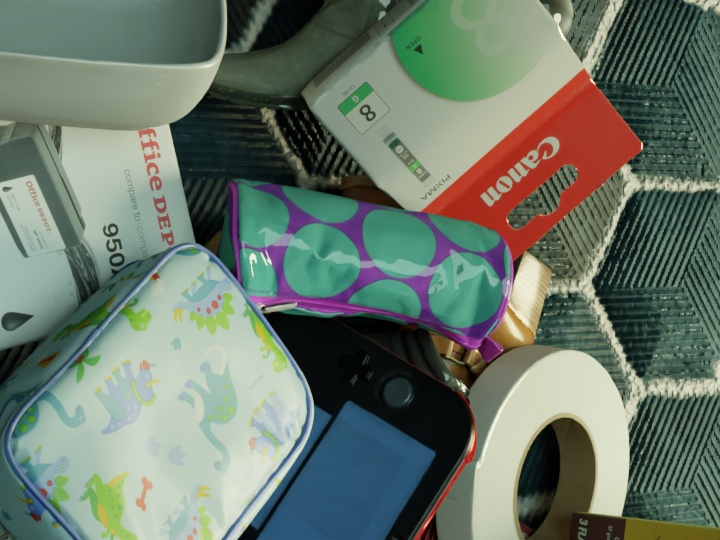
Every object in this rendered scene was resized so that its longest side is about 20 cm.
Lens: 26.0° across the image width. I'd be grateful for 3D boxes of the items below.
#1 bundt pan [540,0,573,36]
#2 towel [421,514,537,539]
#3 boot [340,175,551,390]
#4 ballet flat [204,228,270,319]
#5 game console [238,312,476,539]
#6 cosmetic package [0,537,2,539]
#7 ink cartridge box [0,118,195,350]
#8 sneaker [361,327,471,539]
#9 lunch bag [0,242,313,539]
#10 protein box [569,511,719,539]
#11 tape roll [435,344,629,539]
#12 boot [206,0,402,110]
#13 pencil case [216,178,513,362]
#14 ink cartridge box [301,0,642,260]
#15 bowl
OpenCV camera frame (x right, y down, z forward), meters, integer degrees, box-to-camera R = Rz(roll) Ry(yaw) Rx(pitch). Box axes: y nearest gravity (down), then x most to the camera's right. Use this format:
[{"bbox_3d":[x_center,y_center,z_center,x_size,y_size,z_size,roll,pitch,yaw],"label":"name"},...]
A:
[{"bbox_3d":[0.079,-0.198,1.166,0.200,0.076,0.205,1,87,-30],"label":"bundt pan"},{"bbox_3d":[0.071,0.271,1.144,0.144,0.023,0.202,33,70,-41],"label":"towel"},{"bbox_3d":[0.046,0.032,1.134,0.199,0.073,0.156,29,76,-24],"label":"boot"},{"bbox_3d":[-0.104,0.046,1.045,0.068,0.063,0.201,35,70,-13],"label":"ballet flat"},{"bbox_3d":[-0.036,0.136,1.014,0.201,0.176,0.031,-56,157,-10],"label":"game console"},{"bbox_3d":[-0.188,0.183,0.966,0.090,0.106,0.201,-44,110,-26],"label":"cosmetic package"},{"bbox_3d":[-0.211,-0.030,0.977,0.198,0.084,0.146,-15,95,-31],"label":"ink cartridge box"},{"bbox_3d":[0.037,0.128,1.055,0.098,0.071,0.202,-18,74,3],"label":"sneaker"},{"bbox_3d":[-0.125,0.098,0.912,0.161,0.082,0.200,53,49,-17],"label":"lunch bag"},{"bbox_3d":[0.284,0.263,1.158,0.199,0.197,0.137,16,78,-48],"label":"protein box"},{"bbox_3d":[0.131,0.156,1.153,0.202,0.037,0.205,-10,103,-47],"label":"tape roll"},{"bbox_3d":[-0.015,-0.182,1.068,0.197,0.068,0.132,-4,109,-6],"label":"boot"},{"bbox_3d":[0.000,0.000,1.021,0.198,0.085,0.093,8,62,-19],"label":"pencil case"},{"bbox_3d":[0.082,-0.098,1.053,0.161,0.050,0.200,-40,109,7],"label":"ink cartridge box"},{"bbox_3d":[-0.185,-0.157,0.952,0.198,0.075,0.201,3,42,-14],"label":"bowl"}]
